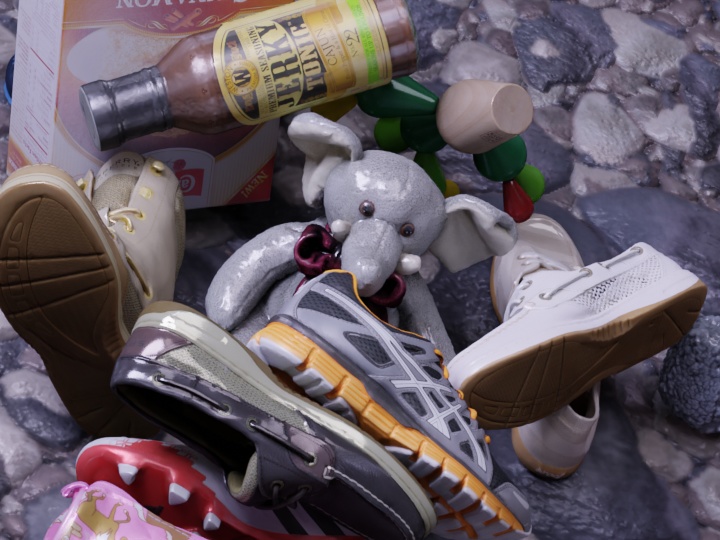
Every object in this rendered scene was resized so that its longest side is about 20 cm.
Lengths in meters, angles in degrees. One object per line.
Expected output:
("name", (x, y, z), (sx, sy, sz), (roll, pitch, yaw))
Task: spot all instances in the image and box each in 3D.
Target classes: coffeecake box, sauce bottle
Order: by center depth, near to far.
("sauce bottle", (-0.065, -0.116, 1.655), (0.199, 0.065, 0.065), (-19, 57, -10))
("coffeecake box", (-0.125, -0.137, 1.702), (0.153, 0.201, 0.073), (-8, 33, -26))

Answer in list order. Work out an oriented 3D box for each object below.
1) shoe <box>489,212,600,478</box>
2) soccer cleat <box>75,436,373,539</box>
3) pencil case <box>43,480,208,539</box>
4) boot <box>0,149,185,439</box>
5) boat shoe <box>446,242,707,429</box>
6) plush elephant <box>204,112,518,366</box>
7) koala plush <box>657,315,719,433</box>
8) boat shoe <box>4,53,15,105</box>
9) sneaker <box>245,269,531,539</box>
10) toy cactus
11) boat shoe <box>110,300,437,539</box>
("shoe", (0.122, 0.036, 1.751), (0.070, 0.053, 0.201), (9, 48, -14))
("soccer cleat", (-0.065, 0.131, 1.593), (0.199, 0.069, 0.085), (19, 37, -9))
("pencil case", (-0.084, 0.187, 1.519), (0.199, 0.083, 0.087), (24, 49, 2))
("boot", (-0.151, -0.021, 1.610), (0.072, 0.200, 0.156), (-9, 44, 16))
("boat shoe", (0.115, 0.034, 1.672), (0.199, 0.071, 0.069), (-20, 53, -37))
("plush elephant", (0.000, 0.000, 1.664), (0.164, 0.155, 0.201), (20, 47, -3))
("koala plush", (0.315, 0.023, 1.735), (0.177, 0.200, 0.184), (36, 47, 13))
("boat shoe", (-0.130, -0.139, 1.798), (0.199, 0.069, 0.084), (-9, 54, -26))
("sneaker", (0.028, 0.079, 1.576), (0.200, 0.078, 0.077), (44, 56, -19))
("toy cactus", (0.044, -0.086, 1.738), (0.200, 0.165, 0.103), (38, 70, -21))
("boat shoe", (-0.051, 0.100, 1.535), (0.201, 0.072, 0.066), (38, 59, -7))
